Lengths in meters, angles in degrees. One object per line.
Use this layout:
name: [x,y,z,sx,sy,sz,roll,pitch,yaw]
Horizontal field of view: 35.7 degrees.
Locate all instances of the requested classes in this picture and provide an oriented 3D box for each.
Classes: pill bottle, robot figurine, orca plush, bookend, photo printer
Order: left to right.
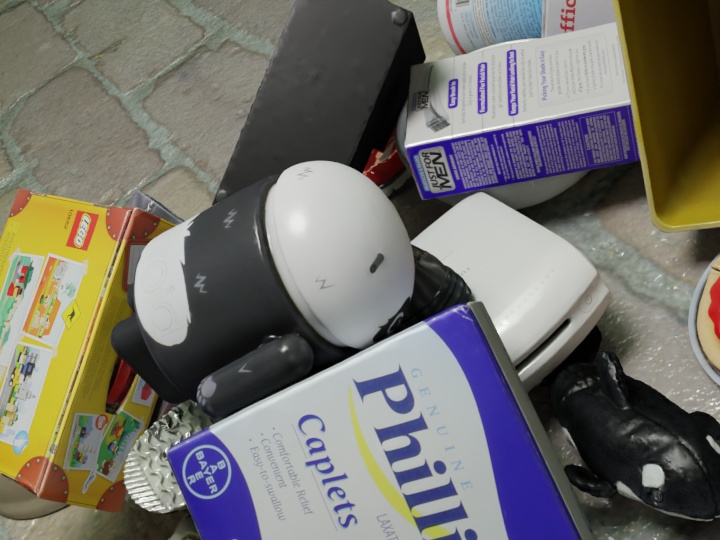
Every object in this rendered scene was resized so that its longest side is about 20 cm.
robot figurine: [-0.060,0.014,0.706,0.198,0.124,0.152,-25,71,24]
bookend: [-0.027,-0.126,0.959,0.200,0.091,0.201,-14,-52,-83]
photo printer: [0.083,0.030,0.829,0.166,0.070,0.200,-40,25,-2]
pill bottle: [0.183,-0.271,1.114,0.198,0.109,0.109,1,46,40]
orca plush: [0.169,0.076,0.708,0.104,0.072,0.200,-11,23,3]

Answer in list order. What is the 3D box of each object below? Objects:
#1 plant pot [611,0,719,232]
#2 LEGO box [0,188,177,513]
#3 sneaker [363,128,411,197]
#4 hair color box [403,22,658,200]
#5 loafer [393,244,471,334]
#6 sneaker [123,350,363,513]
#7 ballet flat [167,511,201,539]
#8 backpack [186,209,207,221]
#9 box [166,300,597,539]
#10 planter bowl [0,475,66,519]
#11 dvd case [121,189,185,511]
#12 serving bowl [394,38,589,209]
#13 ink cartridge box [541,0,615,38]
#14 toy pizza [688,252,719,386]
plant pot: [0.304,-0.161,0.796,0.197,0.203,0.176,-6,20,27]
LEGO box: [-0.212,0.052,0.811,0.148,0.077,0.203,11,80,41]
sneaker: [-0.025,-0.105,1.102,0.198,0.085,0.077,-25,35,13]
hair color box: [0.138,-0.130,0.904,0.197,0.065,0.110,-8,44,15]
loafer: [0.000,0.000,0.825,0.073,0.072,0.199,-53,26,-20]
sneaker: [-0.080,0.106,0.809,0.199,0.100,0.070,-33,74,-15]
ballet flat: [-0.095,0.190,0.810,0.198,0.064,0.068,-27,35,11]
backpack: [-0.130,0.059,0.924,0.174,0.153,0.202,-21,48,30]
box: [0.019,0.141,0.654,0.198,0.186,0.105,-27,-8,9]
planter bowl: [-0.303,0.105,1.028,0.198,0.135,0.201,-22,35,17]
dvd case: [-0.175,0.055,0.843,0.148,0.016,0.202,31,94,41]
serving bowl: [0.132,-0.119,0.992,0.197,0.066,0.202,-13,43,12]
ink cartridge box: [0.256,-0.254,0.939,0.197,0.147,0.085,7,41,12]
toy pizza: [0.309,0.010,0.726,0.198,0.032,0.201,-22,35,16]
